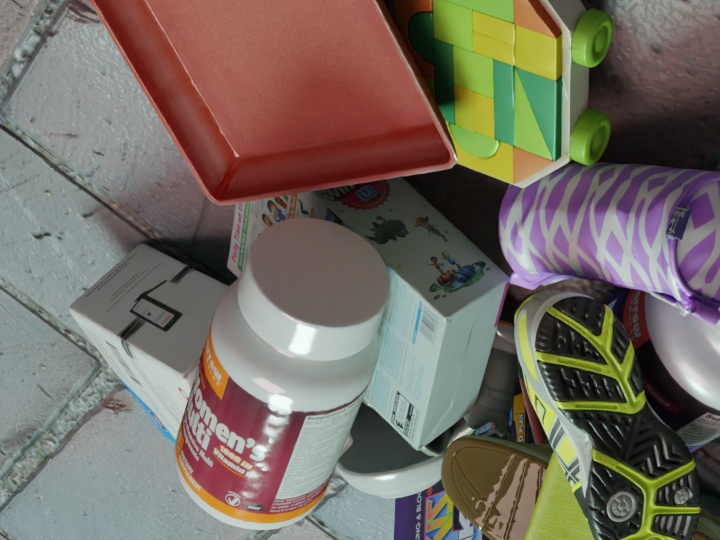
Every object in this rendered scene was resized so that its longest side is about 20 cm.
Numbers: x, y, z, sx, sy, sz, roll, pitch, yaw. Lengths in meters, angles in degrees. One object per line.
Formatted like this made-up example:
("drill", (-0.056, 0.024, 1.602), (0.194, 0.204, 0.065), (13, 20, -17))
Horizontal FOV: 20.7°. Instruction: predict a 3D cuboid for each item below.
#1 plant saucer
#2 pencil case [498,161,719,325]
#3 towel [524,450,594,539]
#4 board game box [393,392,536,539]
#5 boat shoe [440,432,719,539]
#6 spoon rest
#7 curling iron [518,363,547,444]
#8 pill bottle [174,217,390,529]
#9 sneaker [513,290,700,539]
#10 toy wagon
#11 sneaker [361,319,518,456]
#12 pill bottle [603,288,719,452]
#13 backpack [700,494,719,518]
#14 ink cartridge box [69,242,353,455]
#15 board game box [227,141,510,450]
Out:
("plant saucer", (-0.055, -0.139, 1.187), (0.198, 0.037, 0.201), (-7, 125, 38))
("pencil case", (0.160, -0.020, 1.166), (0.083, 0.086, 0.200), (14, 180, -27))
("towel", (0.138, 0.212, 1.288), (0.085, 0.018, 0.202), (14, 112, -5))
("board game box", (0.089, 0.207, 1.434), (0.056, 0.202, 0.165), (18, 151, -31))
("boat shoe", (0.150, 0.161, 1.325), (0.198, 0.063, 0.074), (24, 115, 12))
("spoon rest", (0.008, 0.127, 1.480), (0.200, 0.099, 0.061), (5, 115, 64))
("curling iron", (0.144, 0.147, 1.363), (0.049, 0.202, 0.025), (-15, 169, 37))
("pill bottle", (-0.050, 0.067, 1.265), (0.109, 0.110, 0.201), (27, 135, 7))
("sneaker", (0.150, 0.097, 1.202), (0.076, 0.075, 0.202), (-139, 28, -69))
("toy wagon", (0.073, -0.145, 1.151), (0.154, 0.040, 0.201), (22, 137, 28))
("sneaker", (0.032, 0.089, 1.412), (0.075, 0.093, 0.199), (20, 157, -38))
("pill bottle", (0.206, 0.050, 1.239), (0.111, 0.112, 0.200), (37, 143, -7))
("backpack", (0.252, 0.264, 1.401), (0.200, 0.176, 0.153), (43, 141, 0))
("ink cartridge box", (-0.112, 0.077, 1.467), (0.199, 0.084, 0.147), (23, 151, 55))
("board game box", (0.000, 0.000, 1.311), (0.200, 0.064, 0.148), (43, 147, 23))
